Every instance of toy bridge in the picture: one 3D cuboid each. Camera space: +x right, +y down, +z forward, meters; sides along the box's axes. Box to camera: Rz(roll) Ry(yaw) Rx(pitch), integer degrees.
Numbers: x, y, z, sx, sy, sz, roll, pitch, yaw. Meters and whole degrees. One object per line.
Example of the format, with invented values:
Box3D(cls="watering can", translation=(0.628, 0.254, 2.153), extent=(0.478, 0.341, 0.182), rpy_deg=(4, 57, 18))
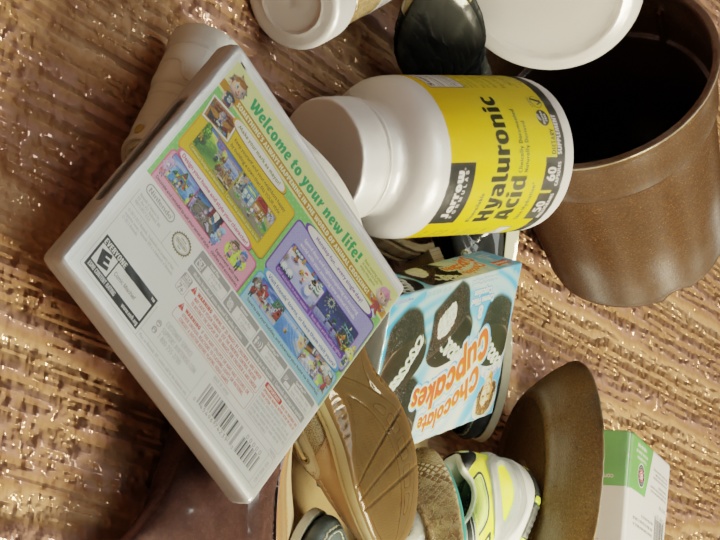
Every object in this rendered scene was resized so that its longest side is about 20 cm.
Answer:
Box3D(cls="toy bridge", translation=(0.000, 0.000, 1.539), extent=(0.200, 0.027, 0.067), rpy_deg=(-18, 82, -59))

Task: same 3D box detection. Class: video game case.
Box3D(cls="video game case", translation=(-0.074, 0.002, 1.314), extent=(0.182, 0.022, 0.200), rpy_deg=(-53, 123, -30))

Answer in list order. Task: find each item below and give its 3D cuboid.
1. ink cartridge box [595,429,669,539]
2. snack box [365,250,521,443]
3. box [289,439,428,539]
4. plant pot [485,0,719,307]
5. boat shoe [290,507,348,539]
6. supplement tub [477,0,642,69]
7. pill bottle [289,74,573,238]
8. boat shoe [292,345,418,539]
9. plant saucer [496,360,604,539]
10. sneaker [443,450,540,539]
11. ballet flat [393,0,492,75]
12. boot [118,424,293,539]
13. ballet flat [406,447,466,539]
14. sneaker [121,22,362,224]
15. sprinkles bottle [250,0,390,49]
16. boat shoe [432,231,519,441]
Box3D(cls="ink cartridge box", translation=(0.188, 0.238, 1.801), extent=(0.145, 0.084, 0.201), rpy_deg=(39, 55, -65))
Box3D(cls="snack box", translation=(0.044, 0.057, 1.547), extent=(0.200, 0.037, 0.117), rpy_deg=(-15, 119, -60))
Box3D(cls="box", translation=(-0.012, 0.112, 1.536), extent=(0.200, 0.021, 0.164), rpy_deg=(-24, 110, -58))
Box3D(cls="plant pot", translation=(0.200, -0.090, 1.768), extent=(0.199, 0.199, 0.201), rpy_deg=(66, 36, -47))
Box3D(cls="boat shoe", translation=(-0.008, 0.244, 1.468), extent=(0.073, 0.062, 0.201), rpy_deg=(-41, 134, -50))
Box3D(cls="supplement tub", translation=(0.146, -0.252, 1.680), extent=(0.200, 0.140, 0.141), rpy_deg=(-75, 150, -56))
Box3D(cls="pill bottle", translation=(0.044, -0.078, 1.535), extent=(0.199, 0.111, 0.112), rpy_deg=(-5, 93, -44))
Box3D(cls="boat shoe", translation=(-0.021, 0.090, 1.431), extent=(0.071, 0.064, 0.201), rpy_deg=(-41, 119, -46))
Box3D(cls="plant saucer", translation=(0.133, 0.165, 1.686), extent=(0.200, 0.035, 0.201), rpy_deg=(-172, -90, -78))
Box3D(cls="sneaker", translation=(0.056, 0.221, 1.603), extent=(0.076, 0.075, 0.201), rpy_deg=(30, 73, -34))
Box3D(cls="ballet flat", translation=(0.059, -0.160, 1.612), extent=(0.200, 0.066, 0.057), rpy_deg=(73, 13, -65))
Box3D(cls="boot", translation=(-0.096, 0.122, 1.336), extent=(0.166, 0.072, 0.201), rpy_deg=(-44, 130, -55))
Box3D(cls="ballet flat", translation=(0.038, 0.213, 1.518), extent=(0.065, 0.070, 0.201), rpy_deg=(7, 61, -35))
Box3D(cls="sneaker", translation=(-0.078, -0.042, 1.388), extent=(0.200, 0.073, 0.116), rpy_deg=(51, 48, -35))
Box3D(cls="sprinkles bottle", translation=(0.001, -0.208, 1.528), extent=(0.200, 0.068, 0.069), rpy_deg=(-38, 121, -55))
Box3D(cls="boat shoe", translation=(0.075, 0.028, 1.670), extent=(0.067, 0.072, 0.201), rpy_deg=(-2, 99, -22))
